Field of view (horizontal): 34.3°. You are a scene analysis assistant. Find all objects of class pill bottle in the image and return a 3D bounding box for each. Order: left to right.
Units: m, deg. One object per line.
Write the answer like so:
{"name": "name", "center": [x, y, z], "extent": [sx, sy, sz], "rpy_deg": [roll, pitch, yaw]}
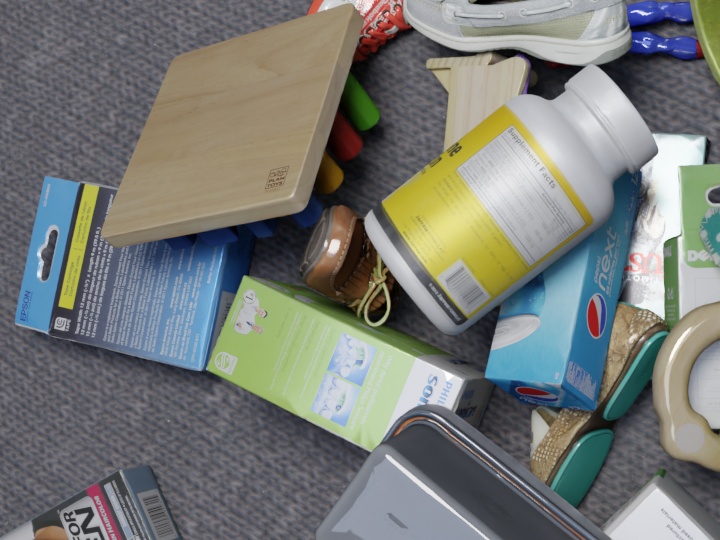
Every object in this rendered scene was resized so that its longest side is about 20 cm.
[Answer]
{"name": "pill bottle", "center": [0.109, -0.053, 0.837], "extent": [0.199, 0.112, 0.112], "rpy_deg": [-38, 76, 6]}

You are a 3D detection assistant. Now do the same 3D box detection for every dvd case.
{"name": "dvd case", "center": [0.205, -0.016, 0.964], "extent": [0.145, 0.022, 0.202], "rpy_deg": [6, 89, 17]}

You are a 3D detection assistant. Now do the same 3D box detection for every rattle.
{"name": "rattle", "center": [0.276, 0.049, 0.806], "extent": [0.129, 0.143, 0.202], "rpy_deg": [17, 94, 17]}

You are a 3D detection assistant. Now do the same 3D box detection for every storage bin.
{"name": "storage bin", "center": [0.060, 0.197, 0.780], "extent": [0.199, 0.134, 0.146], "rpy_deg": [38, 97, 17]}

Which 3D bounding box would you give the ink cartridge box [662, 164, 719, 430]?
{"name": "ink cartridge box", "center": [0.291, 0.021, 0.902], "extent": [0.103, 0.059, 0.202], "rpy_deg": [-1, 87, 3]}

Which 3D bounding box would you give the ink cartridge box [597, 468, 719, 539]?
{"name": "ink cartridge box", "center": [0.186, 0.253, 0.883], "extent": [0.084, 0.145, 0.200], "rpy_deg": [45, 99, 16]}

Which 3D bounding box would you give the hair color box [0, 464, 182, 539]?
{"name": "hair color box", "center": [-0.265, 0.268, 1.064], "extent": [0.199, 0.061, 0.100], "rpy_deg": [-30, 78, 13]}

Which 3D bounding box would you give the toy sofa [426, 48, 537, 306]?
{"name": "toy sofa", "center": [0.105, -0.074, 0.955], "extent": [0.097, 0.082, 0.202], "rpy_deg": [3, 85, 37]}

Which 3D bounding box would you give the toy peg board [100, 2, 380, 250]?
{"name": "toy peg board", "center": [-0.083, -0.095, 0.966], "extent": [0.198, 0.098, 0.201], "rpy_deg": [-9, 51, 33]}

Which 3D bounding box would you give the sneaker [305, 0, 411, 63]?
{"name": "sneaker", "center": [0.024, -0.227, 1.013], "extent": [0.107, 0.067, 0.203], "rpy_deg": [28, 91, 20]}

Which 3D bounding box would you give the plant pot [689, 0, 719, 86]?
{"name": "plant pot", "center": [0.374, -0.212, 0.841], "extent": [0.188, 0.200, 0.202], "rpy_deg": [-20, 79, -12]}

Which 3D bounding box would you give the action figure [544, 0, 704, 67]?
{"name": "action figure", "center": [0.210, -0.203, 0.942], "extent": [0.198, 0.099, 0.066], "rpy_deg": [0, 85, 20]}

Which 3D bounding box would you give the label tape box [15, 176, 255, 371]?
{"name": "label tape box", "center": [-0.206, 0.003, 1.067], "extent": [0.198, 0.066, 0.145], "rpy_deg": [11, 88, 20]}

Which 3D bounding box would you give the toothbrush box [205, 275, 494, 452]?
{"name": "toothbrush box", "center": [-0.002, 0.084, 0.955], "extent": [0.198, 0.145, 0.087], "rpy_deg": [23, 92, 17]}

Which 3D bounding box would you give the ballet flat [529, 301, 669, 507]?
{"name": "ballet flat", "center": [0.178, 0.112, 0.937], "extent": [0.065, 0.070, 0.201], "rpy_deg": [40, 110, 36]}

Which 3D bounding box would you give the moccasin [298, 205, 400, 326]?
{"name": "moccasin", "center": [-0.001, 0.002, 0.932], "extent": [0.077, 0.202, 0.074], "rpy_deg": [23, 78, 12]}

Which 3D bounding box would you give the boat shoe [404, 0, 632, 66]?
{"name": "boat shoe", "center": [0.118, -0.209, 0.906], "extent": [0.201, 0.074, 0.065], "rpy_deg": [22, 136, 39]}

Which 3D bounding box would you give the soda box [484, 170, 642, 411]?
{"name": "soda box", "center": [0.158, 0.001, 0.896], "extent": [0.067, 0.064, 0.202], "rpy_deg": [2, 68, 38]}
